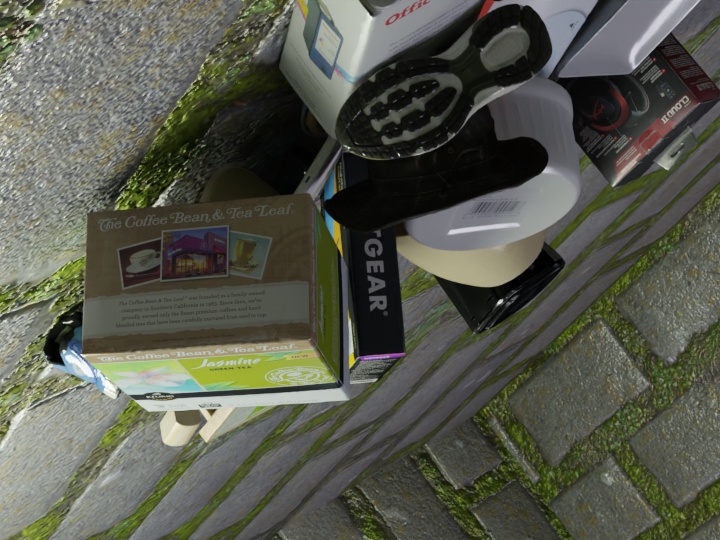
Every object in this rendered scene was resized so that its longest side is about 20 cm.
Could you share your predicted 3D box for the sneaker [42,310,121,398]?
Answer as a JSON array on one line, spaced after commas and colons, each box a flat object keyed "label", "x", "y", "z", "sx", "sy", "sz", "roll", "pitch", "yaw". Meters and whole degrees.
[{"label": "sneaker", "x": -0.261, "y": 0.072, "z": 1.500, "sx": 0.079, "sy": 0.089, "sz": 0.200, "roll": -61, "pitch": -174, "yaw": -6}]

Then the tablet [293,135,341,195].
[{"label": "tablet", "x": -0.050, "y": -0.074, "z": 1.440, "sx": 0.131, "sy": 0.014, "sz": 0.200, "roll": -59, "pitch": 180, "yaw": -15}]

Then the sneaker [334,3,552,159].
[{"label": "sneaker", "x": 0.062, "y": -0.144, "z": 1.245, "sx": 0.199, "sy": 0.077, "sz": 0.089, "roll": -29, "pitch": -177, "yaw": -18}]

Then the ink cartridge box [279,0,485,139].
[{"label": "ink cartridge box", "x": 0.025, "y": -0.214, "z": 1.227, "sx": 0.145, "sy": 0.088, "sz": 0.200, "roll": -33, "pitch": 168, "yaw": -21}]

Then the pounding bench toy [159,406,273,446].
[{"label": "pounding bench toy", "x": -0.160, "y": 0.075, "z": 1.564, "sx": 0.199, "sy": 0.156, "sz": 0.124, "roll": -25, "pitch": 162, "yaw": -46}]

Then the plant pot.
[{"label": "plant pot", "x": 0.133, "y": -0.060, "z": 1.714, "sx": 0.199, "sy": 0.135, "sz": 0.201, "roll": -31, "pitch": -154, "yaw": 17}]

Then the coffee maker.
[{"label": "coffee maker", "x": 0.122, "y": -0.027, "z": 1.854, "sx": 0.191, "sy": 0.201, "sz": 0.135, "roll": -34, "pitch": 166, "yaw": -12}]

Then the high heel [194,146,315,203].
[{"label": "high heel", "x": -0.125, "y": -0.036, "z": 1.458, "sx": 0.143, "sy": 0.071, "sz": 0.200, "roll": -53, "pitch": 169, "yaw": 32}]

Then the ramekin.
[{"label": "ramekin", "x": 0.121, "y": -0.099, "z": 1.489, "sx": 0.199, "sy": 0.098, "sz": 0.201, "roll": -10, "pitch": 157, "yaw": -4}]

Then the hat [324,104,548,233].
[{"label": "hat", "x": 0.057, "y": -0.107, "z": 1.311, "sx": 0.199, "sy": 0.082, "sz": 0.201, "roll": -15, "pitch": -159, "yaw": 6}]

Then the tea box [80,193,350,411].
[{"label": "tea box", "x": -0.120, "y": 0.034, "z": 1.337, "sx": 0.198, "sy": 0.135, "sz": 0.197, "roll": -5, "pitch": 159, "yaw": 9}]

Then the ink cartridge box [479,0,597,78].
[{"label": "ink cartridge box", "x": 0.142, "y": -0.244, "z": 1.402, "sx": 0.199, "sy": 0.047, "sz": 0.161, "roll": -6, "pitch": 136, "yaw": -52}]

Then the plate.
[{"label": "plate", "x": 0.293, "y": -0.276, "z": 1.529, "sx": 0.200, "sy": 0.032, "sz": 0.199, "roll": -47, "pitch": 163, "yaw": 29}]

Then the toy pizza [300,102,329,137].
[{"label": "toy pizza", "x": 0.029, "y": -0.187, "z": 1.444, "sx": 0.200, "sy": 0.032, "sz": 0.200, "roll": -35, "pitch": 167, "yaw": -10}]

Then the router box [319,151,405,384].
[{"label": "router box", "x": 0.000, "y": 0.000, "z": 1.498, "sx": 0.051, "sy": 0.202, "sz": 0.149, "roll": -2, "pitch": 166, "yaw": -11}]

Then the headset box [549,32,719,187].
[{"label": "headset box", "x": 0.300, "y": -0.204, "z": 1.722, "sx": 0.075, "sy": 0.200, "sz": 0.149, "roll": -19, "pitch": 157, "yaw": -52}]
